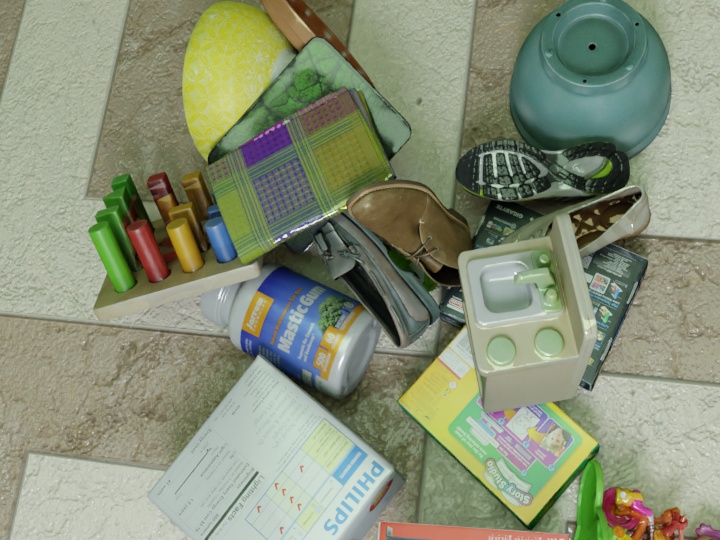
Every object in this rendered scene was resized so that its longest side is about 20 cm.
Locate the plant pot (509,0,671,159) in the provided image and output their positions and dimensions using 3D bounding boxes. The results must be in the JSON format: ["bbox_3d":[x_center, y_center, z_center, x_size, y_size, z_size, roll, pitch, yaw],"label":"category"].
[{"bbox_3d":[0.273,-0.239,1.167,0.197,0.134,0.204,-3,72,10],"label":"plant pot"}]

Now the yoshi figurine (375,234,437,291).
[{"bbox_3d":[0.006,-0.040,1.176,0.200,0.112,0.112,45,101,18],"label":"yoshi figurine"}]

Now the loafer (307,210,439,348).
[{"bbox_3d":[0.000,0.000,1.085,0.200,0.072,0.063,43,65,0],"label":"loafer"}]

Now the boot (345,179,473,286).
[{"bbox_3d":[0.064,-0.039,1.068,0.073,0.199,0.076,-34,55,29],"label":"boot"}]

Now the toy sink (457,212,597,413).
[{"bbox_3d":[0.161,0.049,1.001,0.110,0.201,0.132,-10,67,1],"label":"toy sink"}]

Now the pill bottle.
[{"bbox_3d":[-0.084,0.059,1.152,0.198,0.112,0.113,24,78,17],"label":"pill bottle"}]

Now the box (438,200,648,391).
[{"bbox_3d":[0.209,0.023,1.141,0.198,0.046,0.161,24,79,17],"label":"box"}]

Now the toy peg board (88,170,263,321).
[{"bbox_3d":[-0.218,-0.056,1.164,0.196,0.099,0.201,-16,29,7],"label":"toy peg board"}]

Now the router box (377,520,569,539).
[{"bbox_3d":[0.117,0.290,0.990,0.176,0.200,0.050,1,71,11],"label":"router box"}]

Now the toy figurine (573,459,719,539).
[{"bbox_3d":[0.315,0.305,1.001,0.181,0.151,0.202,9,59,1],"label":"toy figurine"}]

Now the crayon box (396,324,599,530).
[{"bbox_3d":[0.151,0.173,1.097,0.200,0.058,0.119,42,84,20],"label":"crayon box"}]

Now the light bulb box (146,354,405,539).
[{"bbox_3d":[-0.087,0.240,1.087,0.199,0.125,0.199,37,81,19],"label":"light bulb box"}]

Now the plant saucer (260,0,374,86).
[{"bbox_3d":[-0.058,-0.285,1.215,0.032,0.200,0.201,-40,69,13],"label":"plant saucer"}]

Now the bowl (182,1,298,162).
[{"bbox_3d":[-0.117,-0.221,1.195,0.106,0.200,0.203,6,73,22],"label":"bowl"}]

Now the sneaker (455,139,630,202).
[{"bbox_3d":[0.208,-0.106,1.155,0.197,0.081,0.075,3,79,0],"label":"sneaker"}]

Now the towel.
[{"bbox_3d":[-0.065,-0.106,1.084,0.198,0.023,0.145,-28,61,6],"label":"towel"}]

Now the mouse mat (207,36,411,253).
[{"bbox_3d":[-0.059,-0.142,1.125,0.161,0.008,0.200,44,99,2],"label":"mouse mat"}]

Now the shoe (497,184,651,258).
[{"bbox_3d":[0.231,-0.042,1.104,0.198,0.053,0.071,-25,68,1],"label":"shoe"}]
